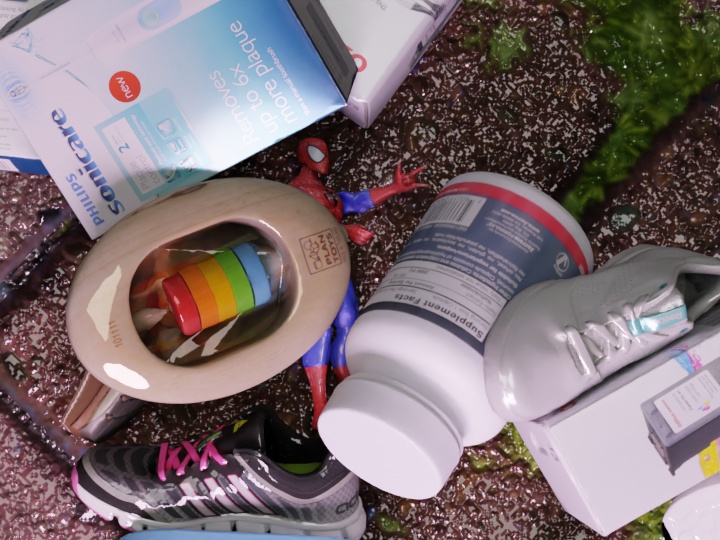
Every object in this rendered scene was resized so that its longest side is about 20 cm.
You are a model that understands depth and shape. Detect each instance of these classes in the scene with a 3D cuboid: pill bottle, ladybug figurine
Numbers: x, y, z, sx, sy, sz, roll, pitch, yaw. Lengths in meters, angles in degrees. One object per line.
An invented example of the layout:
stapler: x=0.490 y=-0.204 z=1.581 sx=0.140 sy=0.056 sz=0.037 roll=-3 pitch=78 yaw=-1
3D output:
pill bottle: x=0.059 y=0.044 z=1.291 sx=0.119 sy=0.120 sz=0.200 roll=31 pitch=61 yaw=5
ladybug figurine: x=-0.099 y=0.012 z=1.282 sx=0.200 sy=0.072 sz=0.136 roll=-19 pitch=94 yaw=-21

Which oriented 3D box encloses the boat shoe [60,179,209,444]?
boat shoe: x=-0.152 y=0.022 z=1.353 sx=0.074 sy=0.076 sz=0.200 roll=27 pitch=74 yaw=10

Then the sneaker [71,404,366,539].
sneaker: x=-0.091 y=0.128 z=1.314 sx=0.199 sy=0.074 sz=0.088 roll=8 pitch=117 yaw=-2

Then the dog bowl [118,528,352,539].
dog bowl: x=-0.073 y=0.207 z=1.303 sx=0.199 sy=0.112 sz=0.050 roll=2 pitch=68 yaw=0

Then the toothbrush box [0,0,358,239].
toothbrush box: x=-0.124 y=-0.136 z=1.288 sx=0.200 sy=0.085 sz=0.147 roll=-25 pitch=107 yaw=16

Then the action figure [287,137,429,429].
action figure: x=0.000 y=0.000 z=1.344 sx=0.099 sy=0.065 sz=0.200 roll=-17 pitch=79 yaw=31

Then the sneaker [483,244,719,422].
sneaker: x=0.162 y=0.032 z=1.244 sx=0.200 sy=0.088 sz=0.075 roll=-31 pitch=109 yaw=-36

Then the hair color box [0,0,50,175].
hair color box: x=-0.253 y=-0.173 z=1.384 sx=0.100 sy=0.061 sz=0.200 roll=6 pitch=81 yaw=1

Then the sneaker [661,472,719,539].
sneaker: x=0.314 y=0.134 z=1.333 sx=0.200 sy=0.146 sz=0.081 roll=-27 pitch=94 yaw=40

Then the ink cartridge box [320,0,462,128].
ink cartridge box: x=0.003 y=-0.224 z=1.381 sx=0.146 sy=0.084 sz=0.200 roll=36 pitch=83 yaw=5

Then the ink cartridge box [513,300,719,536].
ink cartridge box: x=0.213 y=0.085 z=1.298 sx=0.200 sy=0.148 sz=0.086 roll=-30 pitch=91 yaw=-4
